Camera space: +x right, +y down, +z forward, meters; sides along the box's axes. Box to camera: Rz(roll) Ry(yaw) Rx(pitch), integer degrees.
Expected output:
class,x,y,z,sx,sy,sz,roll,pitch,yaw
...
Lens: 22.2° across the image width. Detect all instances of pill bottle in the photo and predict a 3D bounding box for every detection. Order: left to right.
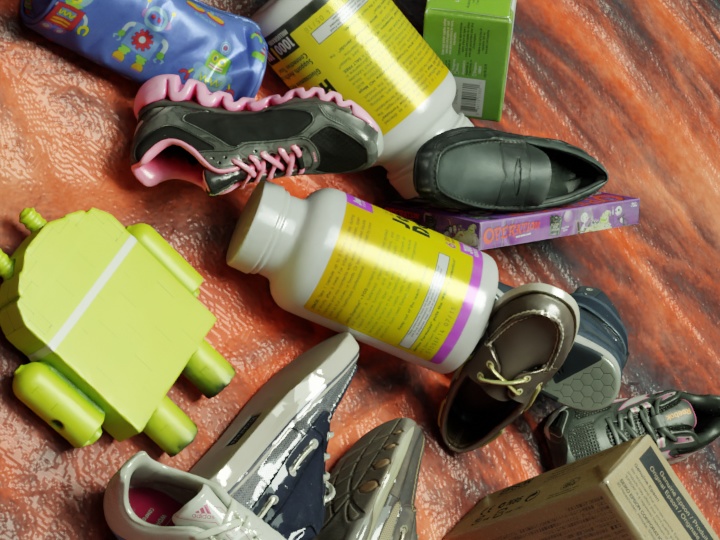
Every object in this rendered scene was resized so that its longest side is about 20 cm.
class,x,y,z,sx,sy,sz,roll,pitch,yaw
pill bottle,0.000,0.000,1.444,0.200,0.104,0.104,23,56,-13
pill bottle,0.006,-0.161,1.530,0.200,0.112,0.112,49,48,-11

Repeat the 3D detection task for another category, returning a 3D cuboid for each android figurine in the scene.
class,x,y,z,sx,sy,sz,roll,pitch,yaw
android figurine,-0.184,0.039,1.334,0.200,0.041,0.182,43,50,-16

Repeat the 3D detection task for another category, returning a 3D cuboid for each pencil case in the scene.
class,x,y,z,sx,sy,sz,roll,pitch,yaw
pencil case,-0.163,-0.190,1.427,0.200,0.087,0.078,25,22,-30

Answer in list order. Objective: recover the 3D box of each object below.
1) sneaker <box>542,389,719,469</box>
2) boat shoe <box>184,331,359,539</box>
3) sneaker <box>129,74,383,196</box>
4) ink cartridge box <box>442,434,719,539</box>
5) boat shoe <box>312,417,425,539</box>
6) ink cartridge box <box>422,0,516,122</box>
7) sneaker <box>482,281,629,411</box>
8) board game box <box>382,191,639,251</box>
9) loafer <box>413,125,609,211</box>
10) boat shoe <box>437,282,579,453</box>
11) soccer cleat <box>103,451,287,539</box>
class,x,y,z,sx,sy,sz,roll,pitch,yaw
sneaker,0.247,0.135,1.608,0.200,0.086,0.080,-12,76,-41
boat shoe,-0.049,0.139,1.384,0.200,0.075,0.093,-46,107,-33
sneaker,-0.084,-0.089,1.394,0.200,0.079,0.095,5,48,11
ink cartridge box,0.185,0.235,1.434,0.075,0.200,0.165,-39,97,-42
boat shoe,0.005,0.206,1.398,0.073,0.074,0.200,43,57,-28
ink cartridge box,0.103,-0.255,1.623,0.076,0.148,0.200,7,59,4
sneaker,0.138,0.041,1.575,0.202,0.077,0.146,30,22,7
board game box,0.130,-0.049,1.578,0.200,0.120,0.032,-9,110,-42
loafer,0.124,-0.082,1.500,0.200,0.070,0.068,-3,99,-45
boat shoe,0.114,0.080,1.453,0.072,0.200,0.060,28,54,-4
soccer cleat,-0.090,0.194,1.261,0.200,0.086,0.070,28,54,8
